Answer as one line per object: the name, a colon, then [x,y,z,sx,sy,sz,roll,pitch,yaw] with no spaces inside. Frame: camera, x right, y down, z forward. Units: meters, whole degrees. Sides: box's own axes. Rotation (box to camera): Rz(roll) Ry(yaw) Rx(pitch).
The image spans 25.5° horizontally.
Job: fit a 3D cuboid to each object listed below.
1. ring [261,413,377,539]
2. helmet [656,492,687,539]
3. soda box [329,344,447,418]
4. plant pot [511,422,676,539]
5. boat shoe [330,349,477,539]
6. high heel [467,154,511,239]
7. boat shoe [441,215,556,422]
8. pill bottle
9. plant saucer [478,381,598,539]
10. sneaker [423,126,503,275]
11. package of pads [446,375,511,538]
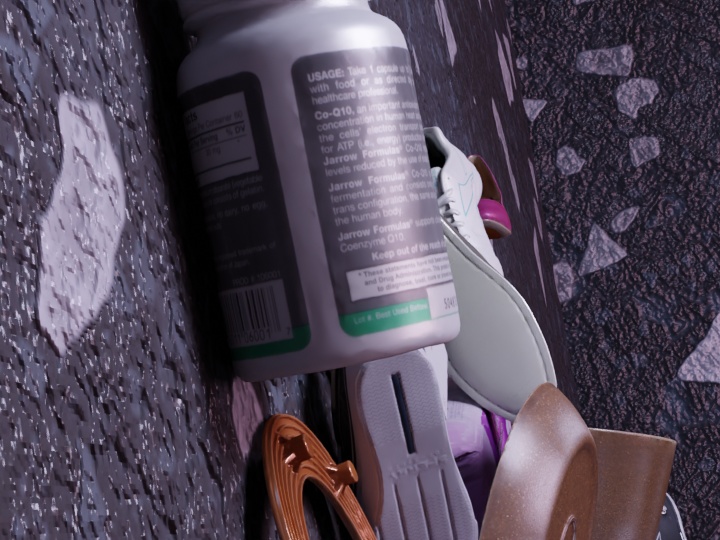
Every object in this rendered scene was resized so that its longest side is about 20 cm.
ring: [0.003,0.162,0.800,0.200,0.019,0.202,-25,90,-83]
helmet: [0.217,0.289,1.434,0.191,0.199,0.200,55,18,-15]
soda box: [0.000,0.000,0.950,0.068,0.063,0.201,-85,160,-55]
plant pot: [0.156,0.231,1.288,0.187,0.185,0.202,35,59,-74]
boat shoe: [0.024,0.115,0.932,0.071,0.071,0.202,-125,-153,-63]
high heel: [0.118,-0.078,1.593,0.200,0.067,0.097,17,72,-83]
boat shoe: [0.068,0.019,1.108,0.202,0.072,0.060,52,6,11]
pill bottle: [-0.024,-0.056,0.752,0.113,0.112,0.202,-12,91,-79]
plant saucer: [0.118,0.174,1.023,0.200,0.036,0.202,11,90,-69]
sneaker: [0.072,-0.040,1.378,0.080,0.070,0.201,53,20,-46]
package of pads: [0.067,0.140,1.119,0.200,0.075,0.122,-69,148,-70]
